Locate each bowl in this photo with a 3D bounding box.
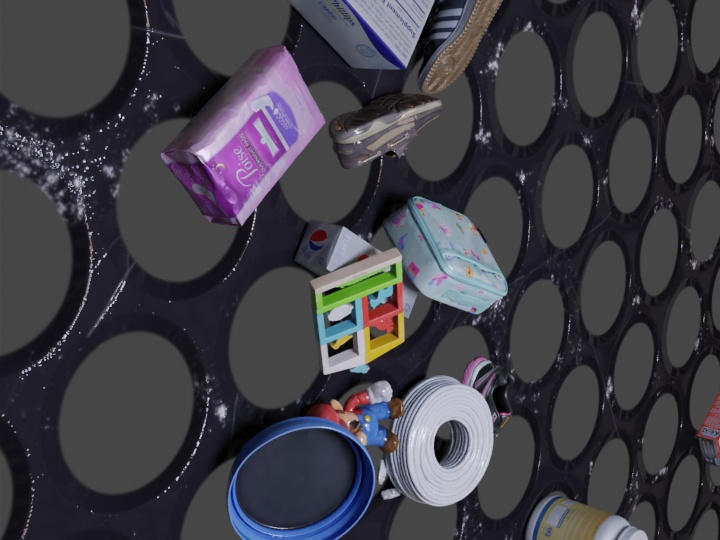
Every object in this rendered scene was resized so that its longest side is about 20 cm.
[{"bbox_3d":[-0.081,0.281,1.288,0.199,0.039,0.203,-8,116,-16],"label":"bowl"}]

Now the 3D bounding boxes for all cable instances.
[{"bbox_3d":[0.125,0.268,1.542,0.199,0.069,0.202,9,88,-38],"label":"cable"}]

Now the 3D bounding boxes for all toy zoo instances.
[{"bbox_3d":[-0.001,0.069,1.345,0.130,0.021,0.201,-22,137,-17],"label":"toy zoo"}]

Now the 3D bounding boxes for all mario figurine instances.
[{"bbox_3d":[0.004,0.232,1.386,0.199,0.106,0.124,2,62,-56],"label":"mario figurine"}]

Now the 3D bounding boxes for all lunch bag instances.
[{"bbox_3d":[0.132,-0.018,1.441,0.077,0.161,0.199,-42,148,23],"label":"lunch bag"}]

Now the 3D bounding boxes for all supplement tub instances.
[{"bbox_3d":[0.428,0.522,1.858,0.144,0.199,0.146,-12,107,-46],"label":"supplement tub"}]

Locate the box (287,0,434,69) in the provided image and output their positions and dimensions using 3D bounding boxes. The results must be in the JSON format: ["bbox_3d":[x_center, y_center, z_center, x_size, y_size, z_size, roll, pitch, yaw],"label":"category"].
[{"bbox_3d":[0.011,-0.395,1.268,0.184,0.104,0.202,38,69,-46],"label":"box"}]

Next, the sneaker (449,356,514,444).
[{"bbox_3d":[0.209,0.251,1.640,0.080,0.086,0.202,-1,100,-46],"label":"sneaker"}]

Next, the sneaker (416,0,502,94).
[{"bbox_3d":[0.124,-0.366,1.441,0.070,0.109,0.201,5,124,-51],"label":"sneaker"}]

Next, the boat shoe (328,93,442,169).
[{"bbox_3d":[0.035,-0.196,1.372,0.199,0.074,0.074,-24,126,-34],"label":"boat shoe"}]

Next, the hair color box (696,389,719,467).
[{"bbox_3d":[0.935,0.390,2.508,0.200,0.064,0.111,-49,131,-28],"label":"hair color box"}]

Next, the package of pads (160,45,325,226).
[{"bbox_3d":[-0.135,-0.163,1.175,0.201,0.075,0.121,-53,130,-27],"label":"package of pads"}]

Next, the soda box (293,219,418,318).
[{"bbox_3d":[0.000,0.000,1.366,0.200,0.068,0.064,32,76,-46],"label":"soda box"}]
